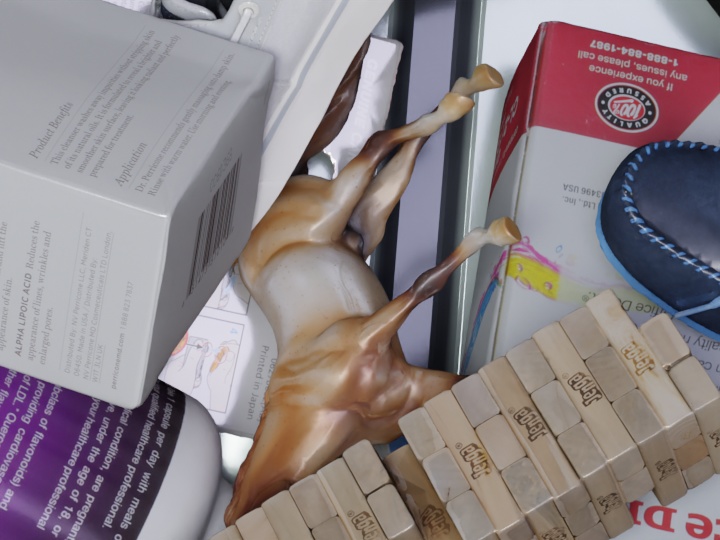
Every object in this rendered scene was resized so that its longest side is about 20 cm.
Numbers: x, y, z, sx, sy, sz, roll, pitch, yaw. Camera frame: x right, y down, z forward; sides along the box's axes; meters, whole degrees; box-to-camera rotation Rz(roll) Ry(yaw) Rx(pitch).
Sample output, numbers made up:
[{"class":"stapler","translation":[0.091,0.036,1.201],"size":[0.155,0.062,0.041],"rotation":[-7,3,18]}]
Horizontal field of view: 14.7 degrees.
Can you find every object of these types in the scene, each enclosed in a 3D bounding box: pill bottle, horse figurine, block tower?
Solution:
[{"class":"pill bottle","translation":[-0.127,0.070,0.962],"size":[0.199,0.112,0.113],"rotation":[29,87,-12]},{"class":"horse figurine","translation":[0.000,0.000,0.965],"size":[0.132,0.201,0.050],"rotation":[-35,135,23]},{"class":"block tower","translation":[0.020,0.083,0.883],"size":[0.199,0.058,0.054],"rotation":[-31,59,-1]}]

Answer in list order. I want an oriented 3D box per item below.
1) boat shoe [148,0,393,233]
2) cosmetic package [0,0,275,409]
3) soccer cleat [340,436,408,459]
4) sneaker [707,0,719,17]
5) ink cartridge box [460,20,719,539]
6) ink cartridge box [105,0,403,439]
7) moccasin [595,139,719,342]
[{"class":"boat shoe","translation":[-0.039,-0.083,0.951],"size":[0.068,0.072,0.200],"rotation":[23,126,-19]},{"class":"cosmetic package","translation":[-0.140,-0.043,0.905],"size":[0.199,0.113,0.081],"rotation":[18,125,9]},{"class":"soccer cleat","translation":[0.058,0.132,1.029],"size":[0.200,0.070,0.086],"rotation":[40,92,5]},{"class":"sneaker","translation":[0.155,-0.162,1.037],"size":[0.108,0.067,0.202],"rotation":[-36,88,0]},{"class":"ink cartridge box","translation":[0.111,0.030,0.987],"size":[0.145,0.083,0.201],"rotation":[13,67,-5]},{"class":"ink cartridge box","translation":[-0.099,-0.030,1.038],"size":[0.199,0.050,0.162],"rotation":[12,88,-8]},{"class":"moccasin","translation":[0.180,-0.003,0.930],"size":[0.199,0.068,0.081],"rotation":[17,66,-3]}]
